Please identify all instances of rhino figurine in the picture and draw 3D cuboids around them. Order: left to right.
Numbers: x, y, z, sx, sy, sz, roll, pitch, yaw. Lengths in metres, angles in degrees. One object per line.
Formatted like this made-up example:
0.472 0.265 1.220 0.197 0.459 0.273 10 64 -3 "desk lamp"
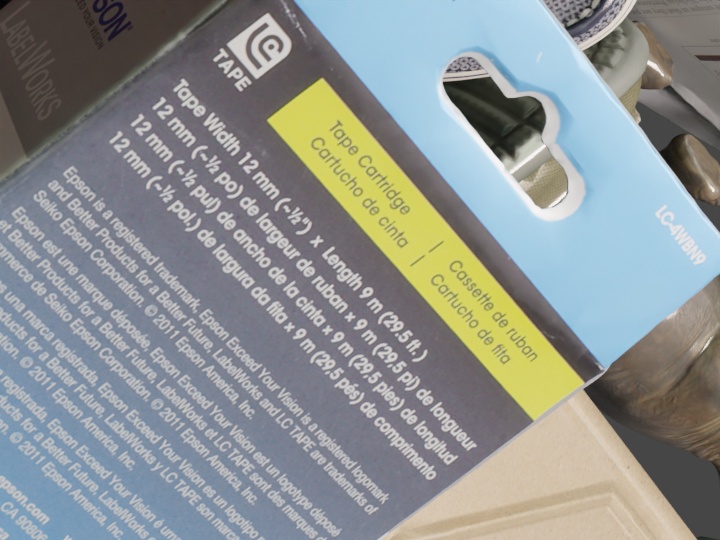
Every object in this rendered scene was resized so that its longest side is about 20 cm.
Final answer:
0.100 0.014 0.889 0.200 0.087 0.060 44 27 -37 "rhino figurine"

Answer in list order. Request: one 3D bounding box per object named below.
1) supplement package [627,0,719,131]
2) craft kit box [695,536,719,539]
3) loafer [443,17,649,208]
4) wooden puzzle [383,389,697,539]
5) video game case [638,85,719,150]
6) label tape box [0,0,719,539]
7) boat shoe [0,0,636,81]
0.146 -0.099 0.843 0.200 0.109 0.114 38 73 -27 "supplement package"
0.058 0.200 0.892 0.199 0.048 0.199 -14 106 -40 "craft kit box"
0.000 0.000 0.796 0.200 0.075 0.070 -40 138 -12 "loafer"
0.027 0.123 0.781 0.186 0.037 0.200 -60 137 -24 "wooden puzzle"
0.115 -0.138 0.922 0.200 0.023 0.183 26 77 -41 "video game case"
-0.036 0.001 0.671 0.200 0.066 0.143 -38 127 6 "label tape box"
-0.016 -0.076 0.715 0.199 0.093 0.075 5 110 -14 "boat shoe"
